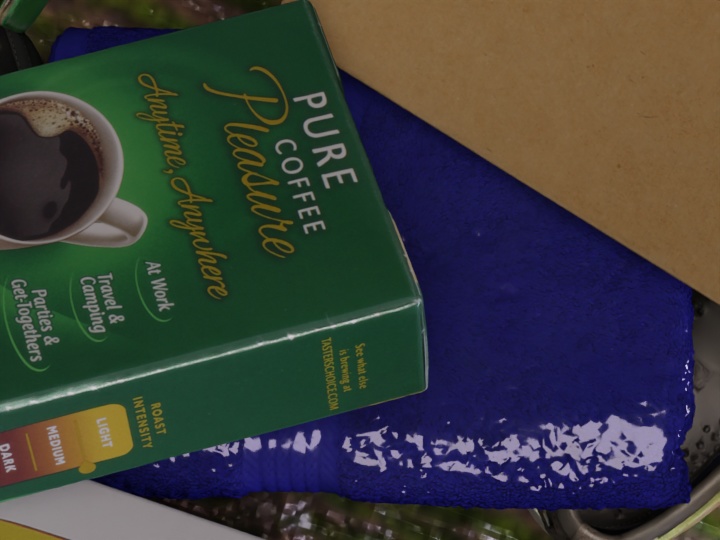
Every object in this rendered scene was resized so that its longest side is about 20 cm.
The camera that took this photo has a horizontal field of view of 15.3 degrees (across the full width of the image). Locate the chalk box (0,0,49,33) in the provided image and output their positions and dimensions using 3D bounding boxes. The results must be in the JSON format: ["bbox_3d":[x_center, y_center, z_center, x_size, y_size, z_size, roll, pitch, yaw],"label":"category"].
[{"bbox_3d":[-0.054,-0.159,0.775,0.123,0.124,0.201,20,92,-3],"label":"chalk box"}]

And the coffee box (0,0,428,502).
[{"bbox_3d":[-0.091,0.002,0.722,0.199,0.044,0.123,-16,49,-8],"label":"coffee box"}]

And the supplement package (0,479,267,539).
[{"bbox_3d":[-0.078,0.165,0.743,0.199,0.151,0.152,19,50,-3],"label":"supplement package"}]

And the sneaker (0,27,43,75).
[{"bbox_3d":[-0.170,-0.010,0.799,0.084,0.074,0.200,35,90,-4],"label":"sneaker"}]

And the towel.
[{"bbox_3d":[0.000,0.000,0.792,0.199,0.050,0.149,1,69,8],"label":"towel"}]

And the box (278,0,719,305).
[{"bbox_3d":[0.091,-0.090,0.741,0.199,0.021,0.164,33,104,17],"label":"box"}]

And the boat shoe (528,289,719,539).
[{"bbox_3d":[0.124,0.006,0.819,0.072,0.060,0.202,38,90,-2],"label":"boat shoe"}]
